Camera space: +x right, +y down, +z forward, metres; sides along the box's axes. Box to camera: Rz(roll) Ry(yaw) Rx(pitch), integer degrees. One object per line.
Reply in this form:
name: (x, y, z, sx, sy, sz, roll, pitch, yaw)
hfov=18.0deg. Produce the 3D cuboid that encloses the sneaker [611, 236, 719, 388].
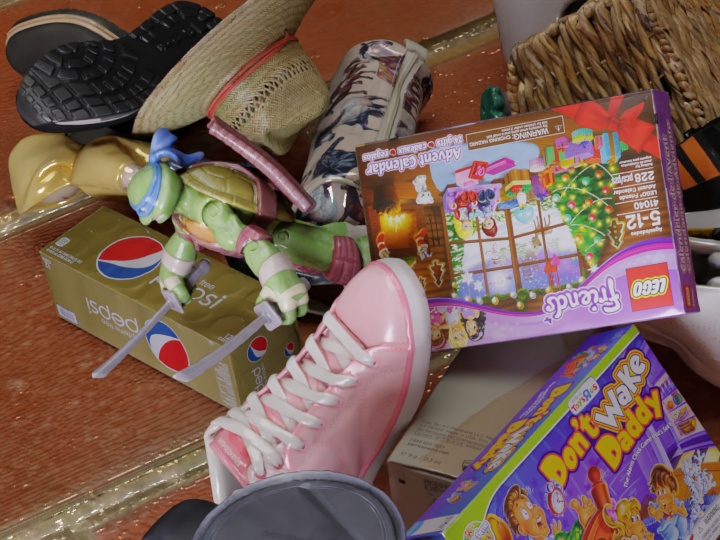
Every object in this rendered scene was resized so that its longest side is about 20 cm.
sneaker: (0.235, 0.021, 1.443, 0.200, 0.088, 0.075, 20, 55, -23)

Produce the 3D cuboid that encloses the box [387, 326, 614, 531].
box: (0.098, 0.095, 1.443, 0.078, 0.095, 0.200, 13, 45, 25)

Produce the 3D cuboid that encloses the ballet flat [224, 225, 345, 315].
ballet flat: (0.000, 0.000, 1.605, 0.199, 0.073, 0.073, 2, 40, 16)

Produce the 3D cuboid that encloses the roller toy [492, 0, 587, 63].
roller toy: (0.190, -0.220, 1.751, 0.182, 0.140, 0.200, -21, 17, -38)

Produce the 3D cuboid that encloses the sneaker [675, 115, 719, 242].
sneaker: (0.218, -0.059, 1.460, 0.200, 0.070, 0.090, 2, 73, 36)

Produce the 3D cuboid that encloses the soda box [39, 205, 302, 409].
soda box: (-0.133, 0.026, 1.606, 0.200, 0.064, 0.068, 25, 50, 36)

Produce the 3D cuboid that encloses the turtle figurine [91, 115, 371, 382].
turtle figurine: (-0.068, 0.013, 1.474, 0.193, 0.144, 0.201, 8, 62, -26)

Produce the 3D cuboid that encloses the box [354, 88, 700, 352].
box: (0.101, -0.027, 1.397, 0.199, 0.137, 0.039, -10, -3, 24)

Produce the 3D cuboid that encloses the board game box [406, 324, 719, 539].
board game box: (0.130, 0.146, 1.338, 0.200, 0.135, 0.045, -44, 14, -34)

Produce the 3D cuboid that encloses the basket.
basket: (0.204, -0.090, 1.576, 0.143, 0.200, 0.149, -29, -5, 30)

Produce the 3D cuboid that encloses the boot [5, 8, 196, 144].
boot: (-0.230, -0.135, 1.825, 0.199, 0.078, 0.138, 13, 49, 28)

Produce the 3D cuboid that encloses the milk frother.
milk frother: (-0.062, 0.239, 1.225, 0.180, 0.189, 0.200, 5, 41, 21)

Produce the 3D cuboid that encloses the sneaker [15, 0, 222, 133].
sneaker: (-0.181, -0.128, 1.709, 0.076, 0.088, 0.200, 46, 44, 17)

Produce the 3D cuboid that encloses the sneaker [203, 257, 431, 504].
sneaker: (-0.031, 0.084, 1.384, 0.104, 0.201, 0.075, -3, 37, -38)

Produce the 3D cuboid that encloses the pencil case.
pencil case: (0.005, -0.094, 1.706, 0.089, 0.078, 0.200, -32, 27, 33)

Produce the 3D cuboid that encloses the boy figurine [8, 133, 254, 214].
boy figurine: (-0.167, -0.067, 1.691, 0.199, 0.065, 0.124, 3, 1, 4)

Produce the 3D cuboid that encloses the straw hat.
straw hat: (-0.070, -0.133, 1.699, 0.201, 0.201, 0.085, -38, 84, -30)

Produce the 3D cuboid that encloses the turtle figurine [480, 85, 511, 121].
turtle figurine: (0.189, -0.091, 1.652, 0.199, 0.101, 0.150, -5, 79, -9)
